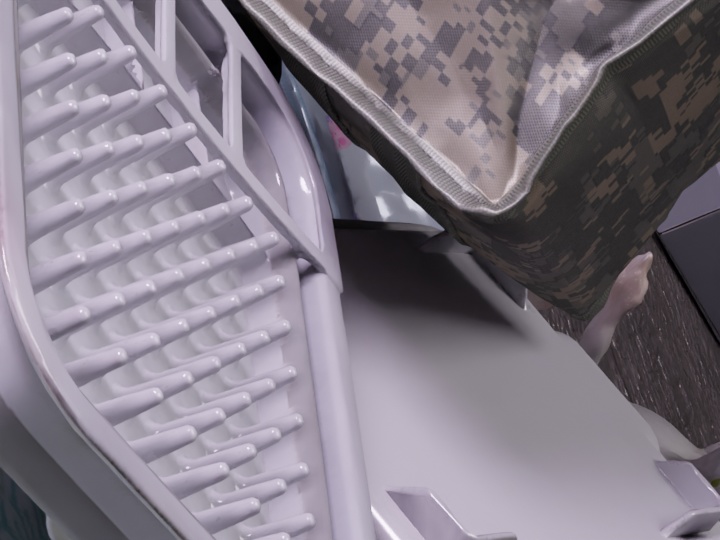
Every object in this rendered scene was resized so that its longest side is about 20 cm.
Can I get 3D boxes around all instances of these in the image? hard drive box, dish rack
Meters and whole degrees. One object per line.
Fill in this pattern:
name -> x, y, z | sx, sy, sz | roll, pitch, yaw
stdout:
hard drive box -> 0.272, -0.051, 2.189 | 0.200, 0.077, 0.156 | 51, 21, -52
dish rack -> -0.053, -0.004, 0.635 | 0.172, 0.043, 0.201 | 54, 19, -44
dish rack -> 0.021, 0.042, 0.798 | 0.172, 0.044, 0.200 | 49, 24, 24

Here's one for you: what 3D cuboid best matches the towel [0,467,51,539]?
towel -> -0.089, 0.044, 0.605 | 0.171, 0.048, 0.201 | 54, 19, -50

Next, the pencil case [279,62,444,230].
pencil case -> 0.000, 0.000, 0.967 | 0.091, 0.083, 0.201 | 16, 52, -56

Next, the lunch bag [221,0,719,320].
lunch bag -> 0.011, -0.095, 0.800 | 0.200, 0.118, 0.164 | 43, 0, 15

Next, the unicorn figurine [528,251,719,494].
unicorn figurine -> 0.087, 0.059, 1.001 | 0.074, 0.200, 0.138 | -3, 111, -48
